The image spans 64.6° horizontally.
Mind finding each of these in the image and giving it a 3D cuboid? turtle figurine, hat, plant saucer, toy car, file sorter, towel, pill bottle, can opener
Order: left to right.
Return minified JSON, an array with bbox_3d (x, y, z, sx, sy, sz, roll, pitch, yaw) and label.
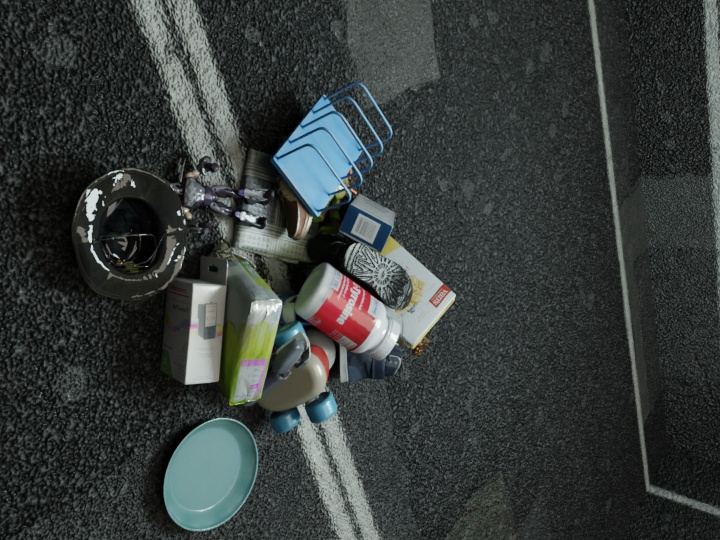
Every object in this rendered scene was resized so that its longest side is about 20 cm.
[{"bbox_3d":[-0.371,-0.061,0.906,0.196,0.080,0.209,-13,110,-38],"label":"hat"},{"bbox_3d":[-0.282,0.375,1.064,0.196,0.035,0.209,-7,99,-44],"label":"plant saucer"},{"bbox_3d":[-0.164,0.177,1.014,0.066,0.198,0.055,11,46,-52],"label":"can opener"},{"bbox_3d":[-0.160,-0.123,1.145,0.196,0.034,0.201,12,83,-42],"label":"towel"},{"bbox_3d":[-0.120,0.184,1.153,0.190,0.172,0.200,65,24,-10],"label":"toy car"},{"bbox_3d":[-0.045,-0.230,1.065,0.140,0.120,0.203,50,52,-27],"label":"file sorter"},{"bbox_3d":[-0.049,-0.164,1.186,0.201,0.062,0.167,52,49,-59],"label":"turtle figurine"},{"bbox_3d":[-0.022,0.085,1.101,0.197,0.111,0.115,35,69,-18],"label":"pill bottle"}]

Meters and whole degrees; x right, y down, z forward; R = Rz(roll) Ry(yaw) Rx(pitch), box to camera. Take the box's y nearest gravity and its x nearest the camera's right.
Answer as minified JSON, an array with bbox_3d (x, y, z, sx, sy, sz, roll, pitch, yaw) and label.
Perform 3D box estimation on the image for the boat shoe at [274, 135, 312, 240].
[{"bbox_3d":[-0.135,-0.162,1.102,0.070,0.075,0.209,5,79,-38],"label":"boat shoe"}]

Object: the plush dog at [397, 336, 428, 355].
[{"bbox_3d":[0.074,0.113,1.295,0.160,0.168,0.205,-42,122,-32],"label":"plush dog"}]

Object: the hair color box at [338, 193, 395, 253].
[{"bbox_3d":[0.018,-0.103,1.190,0.098,0.200,0.062,27,104,-2],"label":"hair color box"}]

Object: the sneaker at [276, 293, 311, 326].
[{"bbox_3d":[-0.098,0.079,1.185,0.196,0.080,0.077,-8,98,-45],"label":"sneaker"}]

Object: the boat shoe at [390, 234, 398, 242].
[{"bbox_3d":[0.015,-0.030,1.295,0.198,0.074,0.063,-36,129,-26],"label":"boat shoe"}]

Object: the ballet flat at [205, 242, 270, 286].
[{"bbox_3d":[-0.213,0.024,1.085,0.201,0.066,0.077,52,40,-32],"label":"ballet flat"}]

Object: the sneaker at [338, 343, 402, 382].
[{"bbox_3d":[0.019,0.145,1.218,0.078,0.140,0.209,-85,173,-62],"label":"sneaker"}]

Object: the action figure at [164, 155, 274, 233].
[{"bbox_3d":[-0.256,-0.129,1.004,0.194,0.069,0.136,9,93,-30],"label":"action figure"}]

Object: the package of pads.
[{"bbox_3d":[-0.209,0.107,0.985,0.066,0.154,0.207,0,115,-37],"label":"package of pads"}]

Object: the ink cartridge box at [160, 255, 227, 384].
[{"bbox_3d":[-0.286,0.078,0.974,0.066,0.115,0.209,5,91,-41],"label":"ink cartridge box"}]

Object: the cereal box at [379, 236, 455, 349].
[{"bbox_3d":[0.086,0.044,1.208,0.144,0.199,0.040,-45,162,-13],"label":"cereal box"}]

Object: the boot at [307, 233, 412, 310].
[{"bbox_3d":[0.001,-0.003,1.164,0.210,0.156,0.081,39,76,-31],"label":"boot"}]
